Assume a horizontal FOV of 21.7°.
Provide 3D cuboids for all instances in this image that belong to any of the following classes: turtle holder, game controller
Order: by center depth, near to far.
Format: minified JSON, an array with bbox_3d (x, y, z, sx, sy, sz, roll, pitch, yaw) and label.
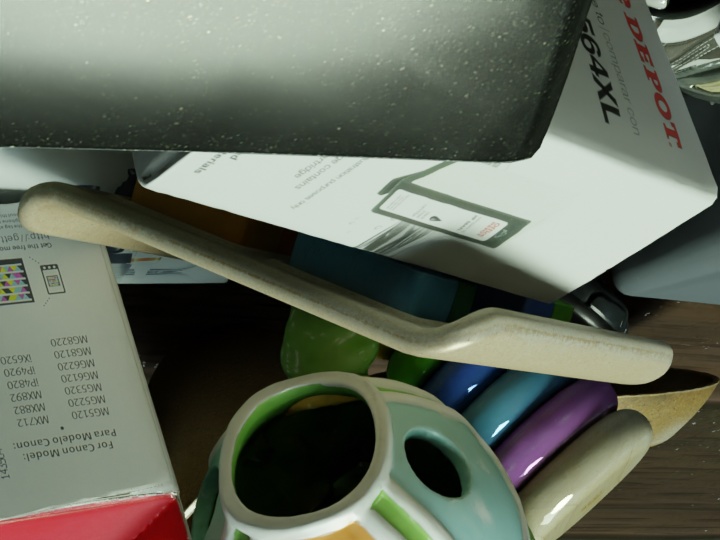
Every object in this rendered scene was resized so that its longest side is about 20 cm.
[{"bbox_3d":[0.004,0.098,0.742,0.141,0.186,0.132,4,136,30],"label":"turtle holder"},{"bbox_3d":[0.083,0.012,0.914,0.104,0.042,0.200,27,173,12],"label":"game controller"}]

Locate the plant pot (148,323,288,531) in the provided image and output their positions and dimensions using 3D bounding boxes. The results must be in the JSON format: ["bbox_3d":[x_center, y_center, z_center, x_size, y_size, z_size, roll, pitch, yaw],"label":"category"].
[{"bbox_3d":[-0.045,0.111,0.955,0.186,0.200,0.187,-9,118,-17],"label":"plant pot"}]

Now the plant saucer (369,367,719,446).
[{"bbox_3d":[0.100,0.077,1.052,0.199,0.036,0.200,-1,-178,0],"label":"plant saucer"}]

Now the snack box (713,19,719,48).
[{"bbox_3d":[0.210,-0.031,0.715,0.072,0.024,0.200,-6,135,40],"label":"snack box"}]

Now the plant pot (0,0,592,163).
[{"bbox_3d":[-0.041,-0.156,0.393,0.199,0.200,0.178,0,144,-23],"label":"plant pot"}]

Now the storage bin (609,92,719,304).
[{"bbox_3d":[0.213,-0.028,0.865,0.199,0.146,0.134,6,162,-34],"label":"storage bin"}]

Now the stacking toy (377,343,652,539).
[{"bbox_3d":[0.036,0.029,0.843,0.085,0.200,0.085,-39,165,-13],"label":"stacking toy"}]

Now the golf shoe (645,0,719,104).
[{"bbox_3d":[0.087,-0.094,0.737,0.199,0.078,0.095,-22,144,10],"label":"golf shoe"}]

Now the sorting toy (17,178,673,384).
[{"bbox_3d":[0.000,0.000,0.711,0.200,0.037,0.185,16,-177,30],"label":"sorting toy"}]

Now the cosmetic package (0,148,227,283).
[{"bbox_3d":[-0.128,-0.047,0.763,0.199,0.052,0.151,-1,152,-24],"label":"cosmetic package"}]

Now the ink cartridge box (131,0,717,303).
[{"bbox_3d":[0.013,-0.085,0.617,0.084,0.146,0.200,-34,149,33],"label":"ink cartridge box"}]

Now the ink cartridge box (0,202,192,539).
[{"bbox_3d":[-0.156,0.096,0.767,0.084,0.176,0.200,-6,154,-33],"label":"ink cartridge box"}]
